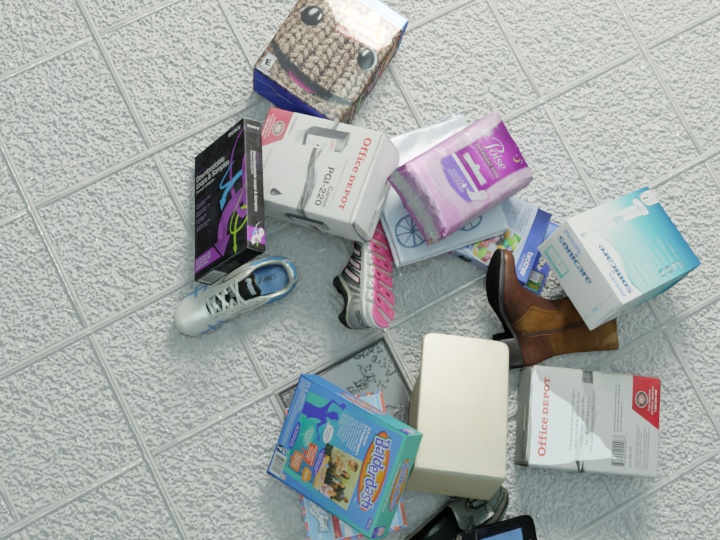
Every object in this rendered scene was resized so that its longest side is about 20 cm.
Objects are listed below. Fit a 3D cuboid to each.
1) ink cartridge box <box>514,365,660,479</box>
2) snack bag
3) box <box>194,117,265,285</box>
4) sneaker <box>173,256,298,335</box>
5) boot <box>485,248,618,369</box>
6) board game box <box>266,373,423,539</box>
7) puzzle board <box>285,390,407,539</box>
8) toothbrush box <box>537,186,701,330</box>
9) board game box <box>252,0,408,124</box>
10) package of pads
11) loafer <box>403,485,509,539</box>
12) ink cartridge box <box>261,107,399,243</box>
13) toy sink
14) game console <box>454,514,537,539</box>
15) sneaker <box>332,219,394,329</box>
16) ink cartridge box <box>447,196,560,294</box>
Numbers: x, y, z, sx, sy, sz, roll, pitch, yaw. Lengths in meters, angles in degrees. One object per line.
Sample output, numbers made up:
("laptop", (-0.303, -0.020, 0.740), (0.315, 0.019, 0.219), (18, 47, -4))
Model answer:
("ink cartridge box", (0.332, 0.224, 1.523), (0.196, 0.084, 0.147), (7, 80, -6))
("snack bag", (0.105, -0.123, 1.552), (0.185, 0.021, 0.203), (-18, 78, -13))
("box", (-0.190, -0.098, 1.477), (0.036, 0.142, 0.204), (15, 61, -36))
("sneaker", (-0.183, 0.033, 1.505), (0.197, 0.072, 0.073), (-26, 85, -9))
("boot", (0.292, 0.045, 1.538), (0.196, 0.068, 0.192), (-11, 99, -8))
("board game box", (-0.024, 0.253, 1.425), (0.198, 0.045, 0.155), (25, 98, 34))
("puzzle board", (-0.021, 0.288, 1.506), (0.148, 0.017, 0.204), (-10, 82, -8))
("toothbrush box", (0.383, -0.021, 1.524), (0.198, 0.085, 0.148), (-21, 72, -37))
("board game box", (-0.047, -0.327, 1.572), (0.158, 0.097, 0.202), (32, 78, 0))
("package of pads", (0.146, -0.133, 1.495), (0.198, 0.076, 0.122), (-31, 89, -28))
("loafer", (0.130, 0.367, 1.473), (0.199, 0.063, 0.072), (-38, 47, -10))
("ink cartridge box", (-0.060, -0.140, 1.506), (0.197, 0.085, 0.148), (16, 78, 22))
("toy sink", (0.136, 0.210, 1.476), (0.128, 0.113, 0.203), (7, 62, -4))
("game console", (0.235, 0.431, 1.409), (0.198, 0.115, 0.180), (4, 74, -50))
("sneaker", (0.000, 0.000, 1.529), (0.086, 0.073, 0.203), (-19, 57, 31))
("ink cartridge box", (0.211, -0.058, 1.584), (0.197, 0.042, 0.121), (25, 78, -3))
